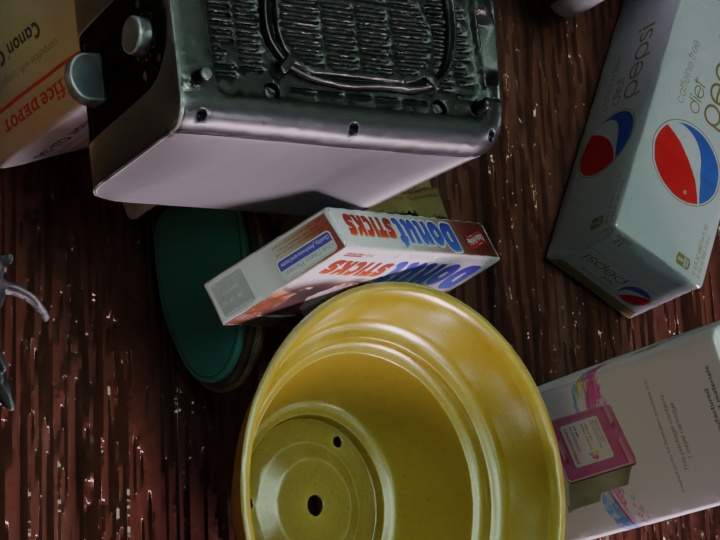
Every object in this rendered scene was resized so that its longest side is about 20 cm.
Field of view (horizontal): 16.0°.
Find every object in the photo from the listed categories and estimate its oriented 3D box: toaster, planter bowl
[{"bbox_3d":[-0.033,-0.127,1.127,0.199,0.118,0.182,2,73,-34],"label":"toaster"},{"bbox_3d":[-0.001,0.110,1.226,0.200,0.083,0.202,8,78,-39],"label":"planter bowl"}]

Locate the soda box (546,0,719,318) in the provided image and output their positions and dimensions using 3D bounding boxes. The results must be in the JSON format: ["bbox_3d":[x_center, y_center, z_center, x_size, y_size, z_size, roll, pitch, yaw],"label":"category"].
[{"bbox_3d":[0.170,-0.077,1.445,0.068,0.064,0.201,34,55,-22],"label":"soda box"}]

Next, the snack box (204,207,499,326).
[{"bbox_3d":[0.000,0.000,1.227,0.024,0.072,0.200,62,20,12],"label":"snack box"}]

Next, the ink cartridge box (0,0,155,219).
[{"bbox_3d":[-0.138,-0.127,1.202,0.067,0.116,0.201,-17,83,-39],"label":"ink cartridge box"}]

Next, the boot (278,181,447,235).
[{"bbox_3d":[-0.030,-0.109,1.280,0.175,0.066,0.201,-4,73,-78],"label":"boot"}]

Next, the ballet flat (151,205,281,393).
[{"bbox_3d":[-0.072,-0.041,1.256,0.070,0.071,0.201,-9,78,-38],"label":"ballet flat"}]

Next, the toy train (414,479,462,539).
[{"bbox_3d":[0.049,0.125,1.299,0.046,0.034,0.201,-7,77,-25],"label":"toy train"}]

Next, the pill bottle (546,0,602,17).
[{"bbox_3d":[0.110,-0.253,1.436,0.112,0.112,0.201,-32,93,-39],"label":"pill bottle"}]

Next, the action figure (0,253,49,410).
[{"bbox_3d":[-0.213,0.016,1.104,0.199,0.102,0.119,-19,73,-38],"label":"action figure"}]

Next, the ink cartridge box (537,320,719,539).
[{"bbox_3d":[0.171,0.074,1.301,0.144,0.200,0.085,-17,87,-38],"label":"ink cartridge box"}]
